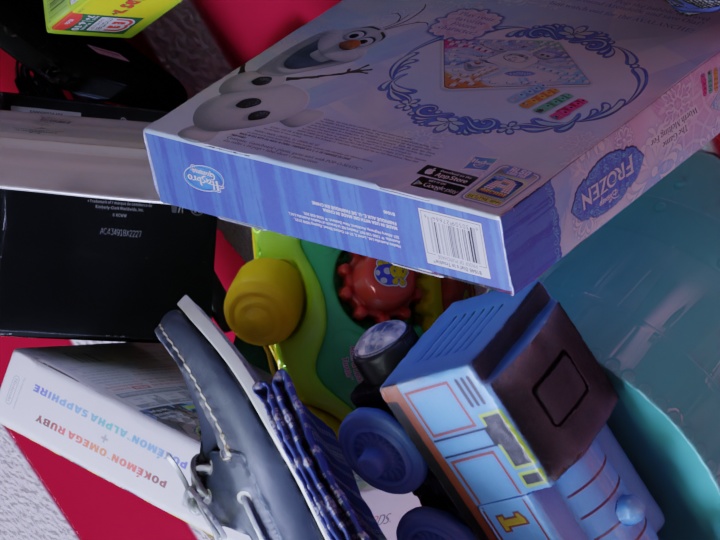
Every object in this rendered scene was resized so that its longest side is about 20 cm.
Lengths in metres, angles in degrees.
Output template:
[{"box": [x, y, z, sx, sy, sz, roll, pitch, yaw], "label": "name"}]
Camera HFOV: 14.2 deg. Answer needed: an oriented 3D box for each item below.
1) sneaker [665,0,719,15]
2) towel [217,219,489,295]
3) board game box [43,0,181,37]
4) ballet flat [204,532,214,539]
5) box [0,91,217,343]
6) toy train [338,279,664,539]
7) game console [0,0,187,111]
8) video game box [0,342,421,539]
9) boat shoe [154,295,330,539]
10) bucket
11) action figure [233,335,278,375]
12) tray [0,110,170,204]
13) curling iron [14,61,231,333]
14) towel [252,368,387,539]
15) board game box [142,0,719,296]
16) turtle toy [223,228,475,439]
[{"box": [0.087, -0.165, 1.222, 0.200, 0.075, 0.078, 33, 153, 0], "label": "sneaker"}, {"box": [-0.007, -0.016, 1.521, 0.200, 0.034, 0.133, 48, 136, -2], "label": "towel"}, {"box": [-0.114, -0.219, 1.328, 0.102, 0.048, 0.200, -27, 68, 53], "label": "board game box"}, {"box": [-0.062, 0.154, 1.767, 0.200, 0.070, 0.065, 54, 173, -7], "label": "ballet flat"}, {"box": [-0.192, -0.027, 1.533, 0.200, 0.148, 0.125, 1, 87, 49], "label": "box"}, {"box": [0.075, 0.102, 1.286, 0.114, 0.087, 0.200, -16, 112, 46], "label": "toy train"}, {"box": [-0.212, -0.102, 1.508, 0.176, 0.116, 0.200, 36, -172, 12], "label": "game console"}, {"box": [-0.065, 0.091, 1.510, 0.182, 0.200, 0.047, 23, 100, 23], "label": "video game box"}, {"box": [-0.047, 0.107, 1.350, 0.200, 0.062, 0.075, 60, -179, -12], "label": "boat shoe"}, {"box": [0.139, 0.060, 1.368, 0.207, 0.135, 0.207, 28, 143, 24], "label": "bucket"}, {"box": [-0.036, 0.068, 1.641, 0.118, 0.055, 0.200, 28, 136, 27], "label": "action figure"}, {"box": [-0.150, -0.057, 1.353, 0.200, 0.107, 0.022, 5, 102, 10], "label": "tray"}, {"box": [-0.128, -0.047, 1.621, 0.200, 0.026, 0.050, 50, 141, 9], "label": "curling iron"}, {"box": [0.018, 0.142, 1.286, 0.200, 0.024, 0.145, 62, -178, 17], "label": "towel"}, {"box": [0.045, -0.071, 1.271, 0.200, 0.199, 0.043, 16, 129, 38], "label": "board game box"}, {"box": [0.000, 0.000, 1.418, 0.101, 0.146, 0.200, -8, 115, 18], "label": "turtle toy"}]
